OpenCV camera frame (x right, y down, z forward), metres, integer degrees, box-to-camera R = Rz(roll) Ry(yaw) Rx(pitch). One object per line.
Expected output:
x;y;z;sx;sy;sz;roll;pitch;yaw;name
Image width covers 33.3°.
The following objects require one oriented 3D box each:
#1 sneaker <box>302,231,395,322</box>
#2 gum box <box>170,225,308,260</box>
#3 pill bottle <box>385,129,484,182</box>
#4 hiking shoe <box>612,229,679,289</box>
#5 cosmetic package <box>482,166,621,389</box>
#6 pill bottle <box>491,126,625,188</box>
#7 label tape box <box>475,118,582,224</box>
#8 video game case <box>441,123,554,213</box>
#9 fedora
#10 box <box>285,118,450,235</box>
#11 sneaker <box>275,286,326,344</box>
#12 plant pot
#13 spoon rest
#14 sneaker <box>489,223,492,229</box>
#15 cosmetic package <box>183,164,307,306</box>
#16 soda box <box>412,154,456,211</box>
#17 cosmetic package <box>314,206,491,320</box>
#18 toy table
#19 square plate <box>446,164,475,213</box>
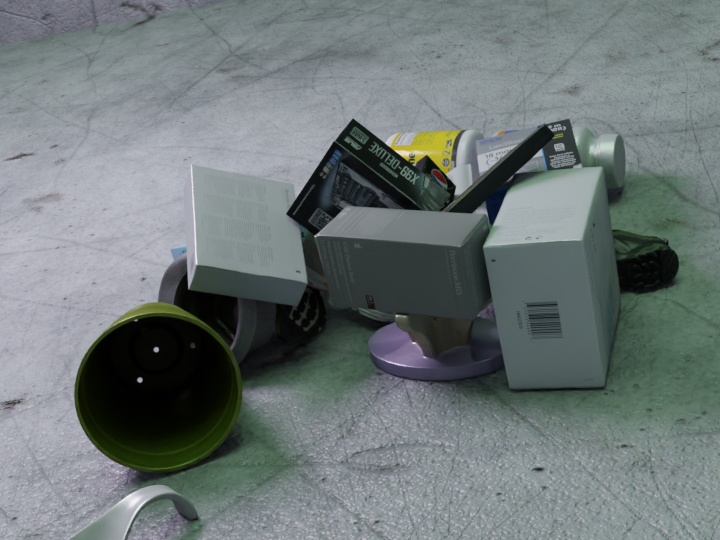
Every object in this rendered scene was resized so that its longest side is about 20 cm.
0.000;0.000;1.669;0.199;0.092;0.076;24;29;14;sneaker
-0.159;-0.046;1.780;0.169;0.045;0.200;-23;10;-37;gum box
0.104;-0.172;1.980;0.199;0.113;0.113;0;30;28;pill bottle
0.324;-0.012;1.628;0.199;0.076;0.101;-1;20;6;hiking shoe
0.242;0.007;1.473;0.122;0.200;0.200;-4;29;19;cosmetic package
0.306;-0.167;1.872;0.199;0.113;0.112;-1;30;25;pill bottle
0.243;-0.163;1.750;0.143;0.064;0.201;-13;37;9;label tape box
0.155;-0.103;1.572;0.200;0.026;0.181;-42;0;-7;video game case
-0.188;0.058;1.671;0.090;0.178;0.199;2;-6;-45;fedora
0.006;-0.086;1.560;0.050;0.157;0.200;-53;3;-33;box
-0.100;0.053;1.728;0.088;0.077;0.200;-38;19;25;sneaker
-0.257;0.125;1.528;0.199;0.201;0.193;-17;16;-6;plant pot
-0.273;0.298;1.323;0.200;0.061;0.099;-33;32;-34;spoon rest
0.194;-0.060;1.762;0.200;0.080;0.130;-30;32;-30;sneaker
-0.157;-0.049;1.609;0.150;0.052;0.201;8;42;-18;cosmetic package
0.042;-0.079;1.743;0.200;0.071;0.063;-34;21;32;soda box
0.058;-0.011;1.450;0.199;0.107;0.090;5;33;33;cosmetic package
0.094;0.059;1.542;0.199;0.118;0.184;-4;29;18;toy table
0.085;-0.065;1.776;0.198;0.028;0.200;-39;21;21;square plate
